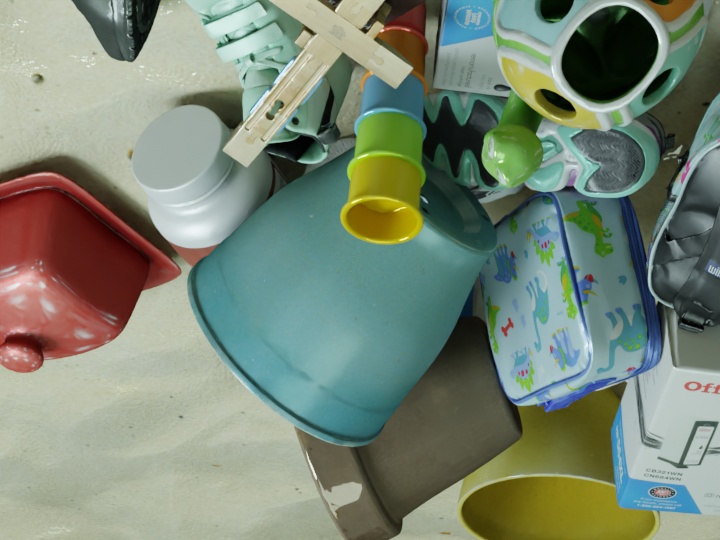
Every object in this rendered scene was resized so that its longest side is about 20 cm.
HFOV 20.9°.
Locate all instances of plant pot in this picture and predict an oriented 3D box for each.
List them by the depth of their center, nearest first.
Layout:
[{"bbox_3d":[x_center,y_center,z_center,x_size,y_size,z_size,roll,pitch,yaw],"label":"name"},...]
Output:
[{"bbox_3d":[0.000,0.000,1.519,0.200,0.200,0.188,29,115,-33],"label":"plant pot"},{"bbox_3d":[0.043,0.123,1.694,0.174,0.201,0.200,-19,144,8],"label":"plant pot"},{"bbox_3d":[0.199,0.183,1.944,0.199,0.143,0.200,4,149,3],"label":"plant pot"}]

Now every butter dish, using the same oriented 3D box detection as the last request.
[{"bbox_3d":[-0.296,0.023,1.765,0.199,0.148,0.200,-15,143,29],"label":"butter dish"}]

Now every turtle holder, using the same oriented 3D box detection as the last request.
[{"bbox_3d":[0.144,-0.155,1.303,0.185,0.132,0.141,-25,112,12],"label":"turtle holder"}]

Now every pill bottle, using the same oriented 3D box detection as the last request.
[{"bbox_3d":[-0.110,-0.049,1.648,0.112,0.113,0.200,-8,145,23],"label":"pill bottle"}]

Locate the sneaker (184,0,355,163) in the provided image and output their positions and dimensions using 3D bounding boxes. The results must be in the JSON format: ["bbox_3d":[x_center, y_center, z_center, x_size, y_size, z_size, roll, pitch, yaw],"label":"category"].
[{"bbox_3d":[-0.078,-0.160,1.453,0.074,0.119,0.200,-18,140,37],"label":"sneaker"}]

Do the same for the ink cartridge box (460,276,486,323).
[{"bbox_3d":[0.033,0.062,1.828,0.199,0.086,0.147,-4,147,18],"label":"ink cartridge box"}]

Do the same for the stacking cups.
[{"bbox_3d":[0.026,-0.115,1.428,0.060,0.201,0.061,5,145,4],"label":"stacking cups"}]

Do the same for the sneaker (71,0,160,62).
[{"bbox_3d":[-0.198,-0.233,1.417,0.090,0.076,0.200,9,143,14],"label":"sneaker"}]

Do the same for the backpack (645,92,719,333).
[{"bbox_3d":[0.316,-0.052,1.431,0.177,0.151,0.200,20,144,8],"label":"backpack"}]

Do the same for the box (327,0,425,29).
[{"bbox_3d":[0.037,-0.248,1.335,0.100,0.075,0.200,28,144,-33],"label":"box"}]

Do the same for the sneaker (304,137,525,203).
[{"bbox_3d":[0.061,-0.064,1.634,0.199,0.075,0.115,-3,149,24],"label":"sneaker"}]

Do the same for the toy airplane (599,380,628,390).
[{"bbox_3d":[0.315,0.049,1.636,0.199,0.142,0.200,-14,169,-46],"label":"toy airplane"}]

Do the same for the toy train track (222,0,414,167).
[{"bbox_3d":[-0.035,-0.150,1.390,0.114,0.033,0.200,34,127,-12],"label":"toy train track"}]

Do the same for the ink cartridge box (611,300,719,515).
[{"bbox_3d":[0.293,0.109,1.558,0.145,0.085,0.200,5,142,-3],"label":"ink cartridge box"}]

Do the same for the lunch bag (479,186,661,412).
[{"bbox_3d":[0.165,0.024,1.566,0.082,0.162,0.200,-8,169,-18],"label":"lunch bag"}]

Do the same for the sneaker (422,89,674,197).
[{"bbox_3d":[0.148,-0.106,1.525,0.199,0.140,0.078,15,109,20],"label":"sneaker"}]

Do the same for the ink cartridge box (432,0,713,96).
[{"bbox_3d":[0.159,-0.180,1.426,0.199,0.068,0.116,6,149,-1],"label":"ink cartridge box"}]
